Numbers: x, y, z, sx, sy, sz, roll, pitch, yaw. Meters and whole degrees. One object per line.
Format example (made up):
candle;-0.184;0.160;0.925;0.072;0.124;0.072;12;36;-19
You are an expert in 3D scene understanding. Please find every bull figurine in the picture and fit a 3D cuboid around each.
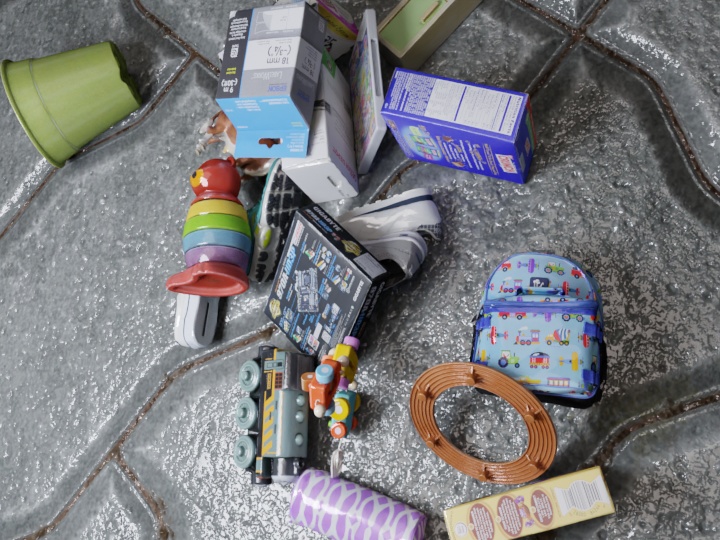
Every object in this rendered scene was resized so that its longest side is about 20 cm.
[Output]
bull figurine;-0.191;-0.199;1.146;0.120;0.066;0.200;-35;60;-19

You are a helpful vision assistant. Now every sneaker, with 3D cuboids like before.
sneaker;0.026;-0.058;1.042;0.195;0.076;0.083;-18;85;16
sneaker;-0.153;-0.085;1.086;0.079;0.077;0.205;27;104;34
sneaker;-0.263;0.025;1.111;0.069;0.073;0.206;-4;65;34
sneaker;0.000;0.000;1.001;0.196;0.076;0.083;-22;25;28

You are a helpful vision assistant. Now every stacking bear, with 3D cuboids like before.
stacking bear;-0.221;-0.073;1.045;0.120;0.112;0.206;-19;67;43

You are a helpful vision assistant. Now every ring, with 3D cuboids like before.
ring;0.151;0.201;0.873;0.196;0.205;0.019;17;39;22

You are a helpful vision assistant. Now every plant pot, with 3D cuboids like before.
plant pot;-0.505;-0.319;1.241;0.186;0.201;0.204;-24;68;-4

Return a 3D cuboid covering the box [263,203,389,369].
box;-0.055;0.035;0.991;0.158;0.045;0.203;42;130;24

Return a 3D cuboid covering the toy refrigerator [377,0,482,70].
toy refrigerator;0.115;-0.421;1.113;0.200;0.070;0.076;-46;66;1

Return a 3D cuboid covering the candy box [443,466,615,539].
candy box;0.209;0.296;0.853;0.195;0.117;0.058;-21;69;11

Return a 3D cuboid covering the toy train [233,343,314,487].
toy train;-0.122;0.207;0.991;0.112;0.084;0.206;-11;70;39

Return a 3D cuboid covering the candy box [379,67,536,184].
candy box;0.147;-0.204;0.987;0.195;0.169;0.079;19;83;21

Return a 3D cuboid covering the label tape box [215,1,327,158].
label tape box;-0.134;-0.272;0.992;0.141;0.063;0.206;5;84;31

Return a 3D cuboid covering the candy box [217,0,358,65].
candy box;-0.114;-0.361;1.111;0.198;0.135;0.062;-33;67;24

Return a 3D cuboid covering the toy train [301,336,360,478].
toy train;-0.045;0.175;0.925;0.054;0.204;0.152;10;41;15

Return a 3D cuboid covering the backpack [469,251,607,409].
backpack;0.235;0.065;0.902;0.177;0.135;0.206;6;74;18

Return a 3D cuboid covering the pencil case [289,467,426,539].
pencil case;-0.003;0.340;0.934;0.195;0.084;0.088;18;117;23

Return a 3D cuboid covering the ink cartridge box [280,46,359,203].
ink cartridge box;-0.067;-0.228;1.076;0.082;0.146;0.206;-10;71;16

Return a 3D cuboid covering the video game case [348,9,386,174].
video game case;0.009;-0.276;1.073;0.017;0.144;0.206;0;72;-12
